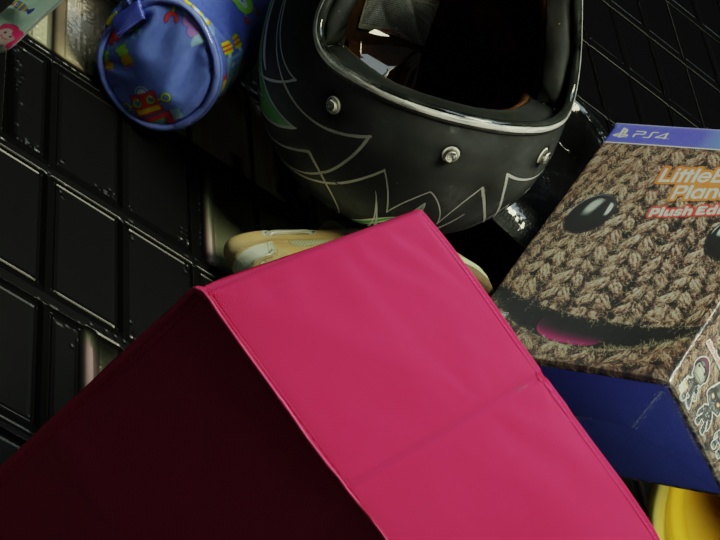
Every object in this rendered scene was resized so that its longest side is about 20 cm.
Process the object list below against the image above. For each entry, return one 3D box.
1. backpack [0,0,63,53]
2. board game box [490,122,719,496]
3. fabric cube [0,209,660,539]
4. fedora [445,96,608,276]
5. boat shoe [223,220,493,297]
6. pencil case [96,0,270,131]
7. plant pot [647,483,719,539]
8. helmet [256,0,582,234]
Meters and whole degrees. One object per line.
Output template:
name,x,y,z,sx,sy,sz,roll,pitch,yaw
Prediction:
backpack,-0.209,-0.219,1.196,0.150,0.177,0.201,13,46,-52
board game box,0.182,0.018,1.389,0.200,0.159,0.097,-53,129,-29
fabric cube,-0.024,0.120,1.014,0.200,0.196,0.199,53,26,8
fedora,0.092,-0.052,1.531,0.200,0.092,0.201,33,34,-26
boat shoe,0.000,0.000,1.359,0.076,0.072,0.200,46,20,30
pencil case,-0.091,-0.152,1.398,0.087,0.078,0.200,52,26,-9
plant pot,0.281,0.141,1.479,0.201,0.201,0.189,49,11,0
helmet,0.032,-0.115,1.348,0.200,0.199,0.192,17,80,-47
